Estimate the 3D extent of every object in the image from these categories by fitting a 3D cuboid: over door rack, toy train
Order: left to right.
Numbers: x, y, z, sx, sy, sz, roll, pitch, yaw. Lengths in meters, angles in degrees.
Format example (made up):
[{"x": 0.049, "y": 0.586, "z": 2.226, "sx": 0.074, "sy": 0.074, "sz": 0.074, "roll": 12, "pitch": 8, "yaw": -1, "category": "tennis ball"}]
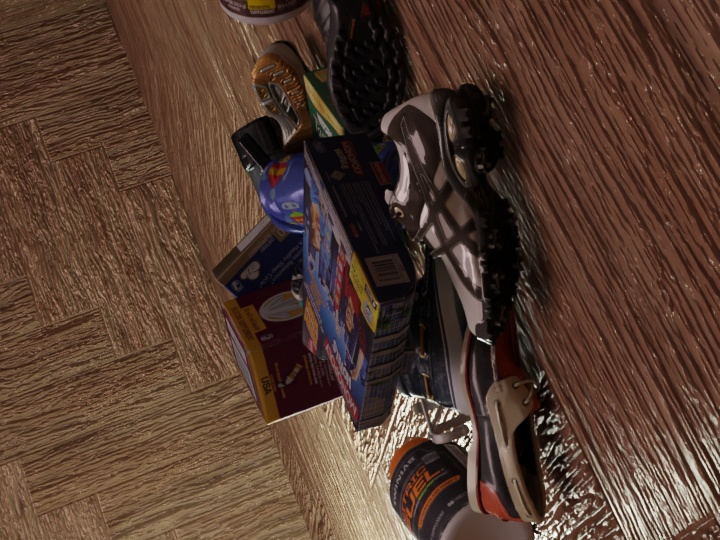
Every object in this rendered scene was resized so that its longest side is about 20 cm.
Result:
[{"x": -0.100, "y": -0.108, "z": 1.487, "sx": 0.203, "sy": 0.084, "sz": 0.114, "roll": 68, "pitch": -165, "yaw": 14, "category": "toy train"}, {"x": 0.072, "y": 0.084, "z": 1.166, "sx": 0.200, "sy": 0.066, "sz": 0.150, "roll": -134, "pitch": 28, "yaw": -87, "category": "over door rack"}]

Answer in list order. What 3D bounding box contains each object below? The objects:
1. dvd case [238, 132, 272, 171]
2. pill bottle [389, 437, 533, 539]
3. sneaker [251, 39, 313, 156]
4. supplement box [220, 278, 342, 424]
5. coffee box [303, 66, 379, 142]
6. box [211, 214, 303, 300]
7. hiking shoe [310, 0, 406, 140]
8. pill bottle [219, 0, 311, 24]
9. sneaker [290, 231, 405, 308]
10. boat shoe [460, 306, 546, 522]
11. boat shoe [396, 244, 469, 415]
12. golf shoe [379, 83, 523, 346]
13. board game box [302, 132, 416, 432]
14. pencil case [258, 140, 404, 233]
[{"x": -0.077, "y": -0.086, "z": 1.324, "sx": 0.143, "sy": 0.018, "sz": 0.200, "roll": 49, "pitch": -179, "yaw": 5, "category": "dvd case"}, {"x": 0.094, "y": 0.245, "z": 1.191, "sx": 0.200, "sy": 0.105, "sz": 0.108, "roll": -143, "pitch": 36, "yaw": -67, "category": "pill bottle"}, {"x": -0.063, "y": -0.183, "z": 1.361, "sx": 0.088, "sy": 0.074, "sz": 0.202, "roll": -78, "pitch": -28, "yaw": -54, "category": "sneaker"}, {"x": -0.046, "y": 0.075, "z": 1.322, "sx": 0.131, "sy": 0.197, "sz": 0.105, "roll": -133, "pitch": 27, "yaw": -59, "category": "supplement box"}, {"x": -0.014, "y": -0.114, "z": 1.269, "sx": 0.124, "sy": 0.043, "sz": 0.202, "roll": -122, "pitch": 18, "yaw": -45, "category": "coffee box"}, {"x": -0.073, "y": 0.024, "z": 1.386, "sx": 0.200, "sy": 0.121, "sz": 0.032, "roll": 45, "pitch": 179, "yaw": -34, "category": "box"}, {"x": -0.004, "y": -0.224, "z": 1.053, "sx": 0.101, "sy": 0.074, "sz": 0.203, "roll": -103, "pitch": 3, "yaw": -70, "category": "hiking shoe"}, {"x": -0.106, "y": -0.363, "z": 1.160, "sx": 0.202, "sy": 0.108, "sz": 0.110, "roll": 84, "pitch": 162, "yaw": -45, "category": "pill bottle"}, {"x": 0.000, "y": 0.000, "z": 1.143, "sx": 0.076, "sy": 0.200, "sz": 0.081, "roll": -1, "pitch": 109, "yaw": 29, "category": "sneaker"}, {"x": 0.126, "y": 0.119, "z": 0.974, "sx": 0.062, "sy": 0.071, "sz": 0.204, "roll": 5, "pitch": 104, "yaw": 35, "category": "boat shoe"}, {"x": 0.061, "y": 0.031, "z": 0.997, "sx": 0.090, "sy": 0.071, "sz": 0.204, "roll": 7, "pitch": 115, "yaw": 33, "category": "boat shoe"}, {"x": 0.070, "y": -0.040, "z": 0.885, "sx": 0.078, "sy": 0.093, "sz": 0.204, "roll": -33, "pitch": -65, "yaw": -60, "category": "golf shoe"}, {"x": -0.002, "y": 0.025, "z": 0.977, "sx": 0.202, "sy": 0.061, "sz": 0.201, "roll": 98, "pitch": 157, "yaw": -44, "category": "board game box"}, {"x": -0.013, "y": -0.076, "z": 1.091, "sx": 0.198, "sy": 0.078, "sz": 0.087, "roll": -1, "pitch": 129, "yaw": 49, "category": "pencil case"}]
